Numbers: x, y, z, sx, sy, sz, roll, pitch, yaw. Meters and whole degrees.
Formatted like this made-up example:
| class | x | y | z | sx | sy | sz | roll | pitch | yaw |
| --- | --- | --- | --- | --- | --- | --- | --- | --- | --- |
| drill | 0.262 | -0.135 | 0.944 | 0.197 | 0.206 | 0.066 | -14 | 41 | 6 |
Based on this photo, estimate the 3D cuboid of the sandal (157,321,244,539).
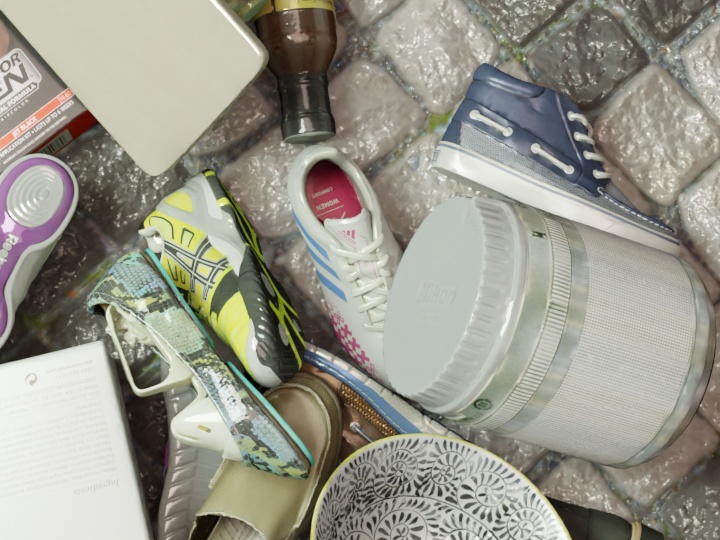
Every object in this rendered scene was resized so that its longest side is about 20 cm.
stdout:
| class | x | y | z | sx | sy | sz | roll | pitch | yaw |
| --- | --- | --- | --- | --- | --- | --- | --- | --- | --- |
| sandal | -0.111 | 0.139 | 1.267 | 0.082 | 0.050 | 0.203 | 2 | 88 | -21 |

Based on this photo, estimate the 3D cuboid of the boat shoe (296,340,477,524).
| class | x | y | z | sx | sy | sz | roll | pitch | yaw |
| --- | --- | --- | --- | --- | --- | --- | --- | --- | --- |
| boat shoe | -0.002 | 0.116 | 1.266 | 0.200 | 0.072 | 0.072 | 32 | 83 | -1 |

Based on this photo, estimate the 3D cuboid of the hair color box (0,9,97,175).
| class | x | y | z | sx | sy | sz | roll | pitch | yaw |
| --- | --- | --- | --- | --- | --- | --- | --- | --- | --- |
| hair color box | -0.294 | -0.164 | 1.280 | 0.101 | 0.061 | 0.200 | -39 | 87 | -7 |

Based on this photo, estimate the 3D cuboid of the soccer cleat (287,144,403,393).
| class | x | y | z | sx | sy | sz | roll | pitch | yaw |
| --- | --- | --- | --- | --- | --- | --- | --- | --- | --- |
| soccer cleat | 0.000 | 0.000 | 1.273 | 0.070 | 0.086 | 0.200 | -26 | 86 | -8 |

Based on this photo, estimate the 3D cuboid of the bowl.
| class | x | y | z | sx | sy | sz | roll | pitch | yaw |
| --- | --- | --- | --- | --- | --- | --- | --- | --- | --- |
| bowl | 0.045 | 0.222 | 1.200 | 0.200 | 0.094 | 0.201 | 13 | 51 | -17 |

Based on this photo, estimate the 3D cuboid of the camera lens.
| class | x | y | z | sx | sy | sz | roll | pitch | yaw |
| --- | --- | --- | --- | --- | --- | --- | --- | --- | --- |
| camera lens | 0.136 | 0.044 | 1.222 | 0.200 | 0.160 | 0.160 | 17 | 81 | -22 |

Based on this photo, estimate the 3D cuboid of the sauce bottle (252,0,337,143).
| class | x | y | z | sx | sy | sz | roll | pitch | yaw |
| --- | --- | --- | --- | --- | --- | --- | --- | --- | --- |
| sauce bottle | -0.051 | -0.196 | 1.304 | 0.064 | 0.065 | 0.201 | -5 | 84 | -6 |

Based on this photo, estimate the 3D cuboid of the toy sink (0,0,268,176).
| class | x | y | z | sx | sy | sz | roll | pitch | yaw |
| --- | --- | --- | --- | --- | --- | --- | --- | --- | --- |
| toy sink | -0.150 | -0.188 | 1.250 | 0.200 | 0.112 | 0.130 | 47 | 114 | 4 |

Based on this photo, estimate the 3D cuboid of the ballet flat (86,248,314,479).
| class | x | y | z | sx | sy | sz | roll | pitch | yaw |
| --- | --- | --- | --- | --- | --- | --- | --- | --- | --- |
| ballet flat | -0.114 | 0.077 | 1.172 | 0.074 | 0.074 | 0.200 | -38 | 72 | -8 |

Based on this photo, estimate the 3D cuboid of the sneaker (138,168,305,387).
| class | x | y | z | sx | sy | sz | roll | pitch | yaw |
| --- | --- | --- | --- | --- | --- | --- | --- | --- | --- |
| sneaker | -0.099 | 0.016 | 1.243 | 0.076 | 0.075 | 0.200 | -31 | 45 | 4 |

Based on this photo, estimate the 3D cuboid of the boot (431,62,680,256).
| class | x | y | z | sx | sy | sz | roll | pitch | yaw |
| --- | --- | --- | --- | --- | --- | --- | --- | --- | --- |
| boot | 0.160 | -0.079 | 1.302 | 0.200 | 0.073 | 0.091 | 24 | 87 | -1 |

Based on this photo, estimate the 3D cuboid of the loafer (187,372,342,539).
| class | x | y | z | sx | sy | sz | roll | pitch | yaw |
| --- | --- | --- | --- | --- | --- | --- | --- | --- | --- |
| loafer | -0.071 | 0.165 | 1.205 | 0.076 | 0.067 | 0.200 | 22 | 85 | 7 |

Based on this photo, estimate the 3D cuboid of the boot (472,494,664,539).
| class | x | y | z | sx | sy | sz | roll | pitch | yaw |
| --- | --- | --- | --- | --- | --- | --- | --- | --- | --- |
| boot | 0.122 | 0.258 | 1.266 | 0.138 | 0.077 | 0.200 | 23 | 68 | 2 |

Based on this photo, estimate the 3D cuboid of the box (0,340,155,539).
| class | x | y | z | sx | sy | sz | roll | pitch | yaw |
| --- | --- | --- | --- | --- | --- | --- | --- | --- | --- |
| box | -0.203 | 0.162 | 1.202 | 0.106 | 0.152 | 0.201 | -13 | 84 | -7 |

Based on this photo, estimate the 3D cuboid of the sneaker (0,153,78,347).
| class | x | y | z | sx | sy | sz | roll | pitch | yaw |
| --- | --- | --- | --- | --- | --- | --- | --- | --- | --- |
| sneaker | -0.268 | 0.013 | 1.235 | 0.075 | 0.100 | 0.200 | 37 | 68 | -5 |
